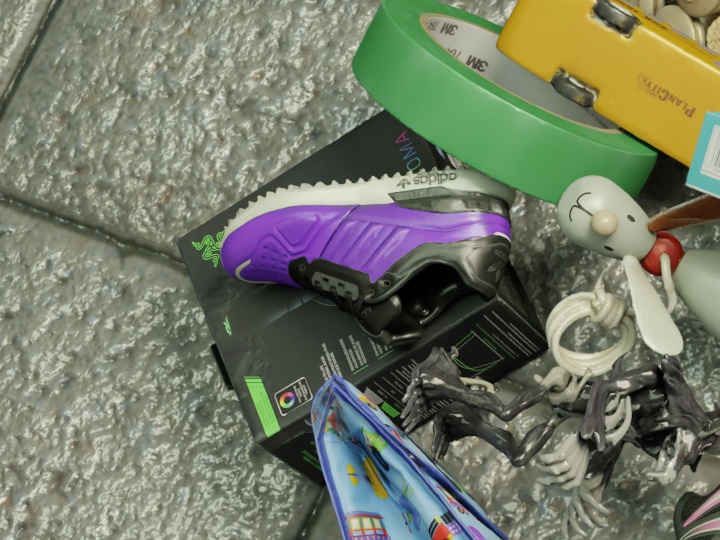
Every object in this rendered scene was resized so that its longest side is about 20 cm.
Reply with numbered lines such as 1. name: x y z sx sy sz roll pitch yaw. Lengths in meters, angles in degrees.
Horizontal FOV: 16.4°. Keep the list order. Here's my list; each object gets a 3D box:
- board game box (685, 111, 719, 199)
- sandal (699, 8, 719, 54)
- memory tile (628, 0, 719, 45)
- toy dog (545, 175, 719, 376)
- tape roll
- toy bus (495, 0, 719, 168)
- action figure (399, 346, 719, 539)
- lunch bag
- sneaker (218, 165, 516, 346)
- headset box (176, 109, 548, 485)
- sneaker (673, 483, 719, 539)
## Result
1. board game box: 0.303 -0.046 1.444 0.151 0.200 0.047 25 106 33
2. sandal: 0.242 -0.203 1.619 0.077 0.070 0.212 6 72 23
3. memory tile: 0.199 -0.235 1.609 0.153 0.017 0.200 55 138 41
4. toy dog: 0.212 0.016 1.476 0.199 0.096 0.132 8 99 -6
5. tape roll: 0.093 -0.105 1.577 0.200 0.200 0.048 41 111 34
6. toy bus: 0.185 -0.118 1.565 0.200 0.078 0.065 32 105 11
7. action figure: 0.131 0.100 1.470 0.200 0.119 0.102 5 60 23
8. lunch bag: 0.037 0.159 1.521 0.094 0.151 0.200 -37 57 8
9. sneaker: 0.000 0.000 1.545 0.200 0.070 0.100 -10 66 25
10. headset box: -0.006 0.017 1.640 0.200 0.093 0.174 -31 57 13
11. sneaker: 0.265 0.115 1.469 0.200 0.080 0.086 -32 47 5
